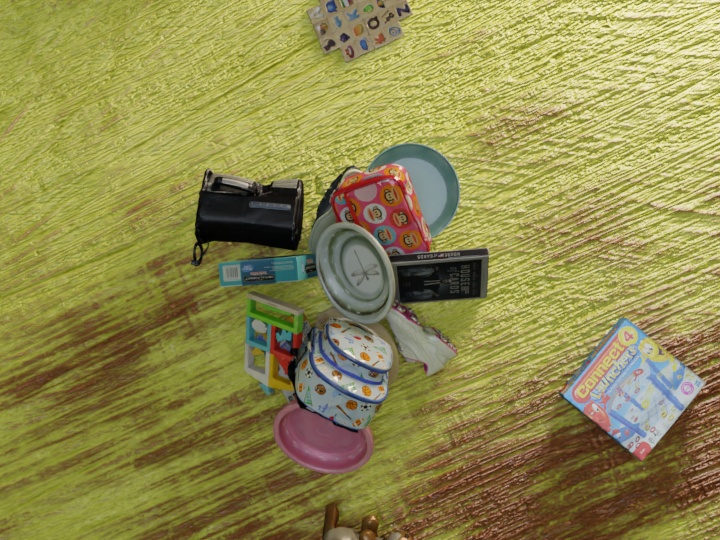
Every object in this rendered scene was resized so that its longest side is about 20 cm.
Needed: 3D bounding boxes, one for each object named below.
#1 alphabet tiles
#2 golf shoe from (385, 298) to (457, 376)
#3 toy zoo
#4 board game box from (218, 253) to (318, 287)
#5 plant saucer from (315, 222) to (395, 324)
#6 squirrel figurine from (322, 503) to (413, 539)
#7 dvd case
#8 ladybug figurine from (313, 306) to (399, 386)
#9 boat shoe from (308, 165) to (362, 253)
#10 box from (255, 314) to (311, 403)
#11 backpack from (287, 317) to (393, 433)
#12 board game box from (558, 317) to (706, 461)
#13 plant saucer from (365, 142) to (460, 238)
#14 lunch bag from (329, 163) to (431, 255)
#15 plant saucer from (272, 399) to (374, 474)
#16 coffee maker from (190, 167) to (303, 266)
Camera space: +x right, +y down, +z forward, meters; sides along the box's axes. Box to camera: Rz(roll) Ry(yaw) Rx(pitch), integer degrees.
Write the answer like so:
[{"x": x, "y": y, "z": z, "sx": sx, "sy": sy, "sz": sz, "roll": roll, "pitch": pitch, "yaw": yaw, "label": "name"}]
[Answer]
[{"x": -0.002, "y": -0.528, "z": 1.800, "sx": 0.199, "sy": 0.006, "sz": 0.167, "roll": -24, "pitch": 87, "yaw": 2, "label": "alphabet tiles"}, {"x": 0.094, "y": 0.129, "z": 1.728, "sx": 0.200, "sy": 0.075, "sz": 0.092, "roll": 38, "pitch": 101, "yaw": -6, "label": "golf shoe"}, {"x": -0.172, "y": 0.152, "z": 1.725, "sx": 0.131, "sy": 0.020, "sz": 0.201, "roll": 16, "pitch": 113, "yaw": 31, "label": "toy zoo"}, {"x": -0.167, "y": -0.002, "z": 1.685, "sx": 0.150, "sy": 0.200, "sz": 0.047, "roll": -4, "pitch": 92, "yaw": 11, "label": "board game box"}, {"x": 0.000, "y": 0.000, "z": 1.657, "sx": 0.050, "sy": 0.200, "sz": 0.201, "roll": -26, "pitch": 85, "yaw": -42, "label": "plant saucer"}, {"x": 0.016, "y": 0.575, "z": 1.712, "sx": 0.186, "sy": 0.142, "sz": 0.201, "roll": 7, "pitch": 102, "yaw": -6, "label": "squirrel figurine"}, {"x": 0.147, "y": 0.013, "z": 1.705, "sx": 0.199, "sy": 0.151, "sz": 0.025, "roll": -4, "pitch": 56, "yaw": 4, "label": "dvd case"}, {"x": -0.007, "y": 0.150, "z": 1.739, "sx": 0.200, "sy": 0.072, "sz": 0.136, "roll": 44, "pitch": 98, "yaw": 4, "label": "ladybug figurine"}, {"x": -0.049, "y": -0.124, "z": 1.757, "sx": 0.074, "sy": 0.066, "sz": 0.200, "roll": 15, "pitch": 116, "yaw": -18, "label": "boat shoe"}, {"x": -0.118, "y": 0.193, "z": 1.736, "sx": 0.119, "sy": 0.041, "sz": 0.201, "roll": -30, "pitch": 83, "yaw": 38, "label": "box"}, {"x": -0.028, "y": 0.192, "z": 1.589, "sx": 0.199, "sy": 0.191, "sz": 0.155, "roll": 21, "pitch": 119, "yaw": -9, "label": "backpack"}, {"x": 0.527, "y": 0.229, "z": 1.713, "sx": 0.196, "sy": 0.056, "sz": 0.200, "roll": 39, "pitch": 91, "yaw": 4, "label": "board game box"}, {"x": 0.100, "y": -0.154, "z": 1.765, "sx": 0.199, "sy": 0.036, "sz": 0.201, "roll": 0, "pitch": 88, "yaw": 3, "label": "plant saucer"}, {"x": 0.031, "y": -0.094, "z": 1.691, "sx": 0.175, "sy": 0.082, "sz": 0.201, "roll": -15, "pitch": 117, "yaw": 19, "label": "lunch bag"}, {"x": -0.069, "y": 0.312, "z": 1.709, "sx": 0.199, "sy": 0.051, "sz": 0.201, "roll": 7, "pitch": 129, "yaw": 9, "label": "plant saucer"}, {"x": -0.216, "y": -0.095, "z": 1.740, "sx": 0.199, "sy": 0.135, "sz": 0.193, "roll": 7, "pitch": 94, "yaw": 3, "label": "coffee maker"}]
